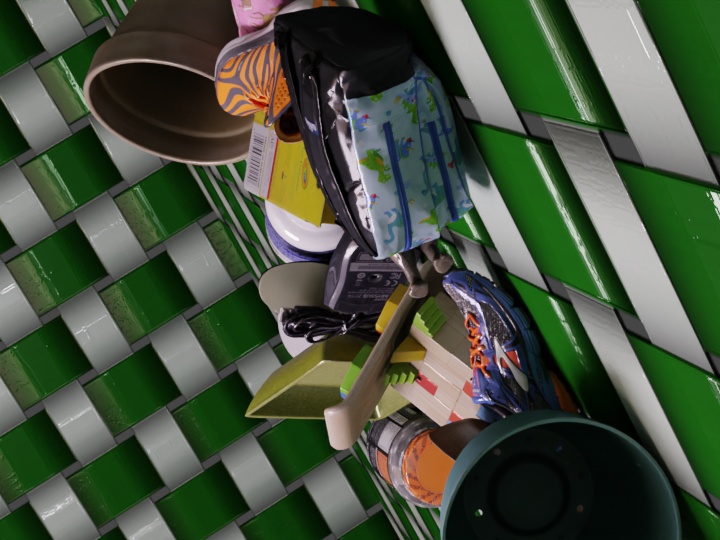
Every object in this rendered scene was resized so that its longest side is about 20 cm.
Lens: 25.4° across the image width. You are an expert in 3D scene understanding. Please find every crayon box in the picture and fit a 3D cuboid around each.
[{"bbox_3d":[-0.049,-0.118,1.550,0.200,0.050,0.128,31,113,62],"label":"crayon box"}]

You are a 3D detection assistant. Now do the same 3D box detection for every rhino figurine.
[{"bbox_3d":[0.037,-0.071,1.510,0.201,0.059,0.088,73,175,-46],"label":"rhino figurine"}]

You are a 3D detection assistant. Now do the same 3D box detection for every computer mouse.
[{"bbox_3d":[0.000,0.000,1.725,0.201,0.137,0.053,118,147,-44],"label":"computer mouse"}]

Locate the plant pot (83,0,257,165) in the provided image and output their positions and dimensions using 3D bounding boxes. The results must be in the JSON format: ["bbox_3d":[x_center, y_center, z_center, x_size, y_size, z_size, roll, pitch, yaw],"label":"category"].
[{"bbox_3d":[-0.178,-0.237,1.706,0.201,0.198,0.175,73,-154,-60],"label":"plant pot"}]

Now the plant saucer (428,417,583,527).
[{"bbox_3d":[0.161,0.193,1.554,0.199,0.037,0.200,29,-176,-2],"label":"plant saucer"}]

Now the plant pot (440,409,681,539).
[{"bbox_3d":[0.159,0.210,1.373,0.202,0.199,0.161,60,180,-7],"label":"plant pot"}]

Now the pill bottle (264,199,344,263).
[{"bbox_3d":[-0.049,-0.074,1.801,0.120,0.119,0.200,57,172,7],"label":"pill bottle"}]

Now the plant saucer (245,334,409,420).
[{"bbox_3d":[-0.010,0.122,1.887,0.200,0.198,0.048,-36,57,50],"label":"plant saucer"}]

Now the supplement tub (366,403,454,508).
[{"bbox_3d":[0.083,0.247,2.144,0.123,0.122,0.200,60,172,-10],"label":"supplement tub"}]

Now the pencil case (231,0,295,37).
[{"bbox_3d":[-0.091,-0.267,1.500,0.082,0.087,0.200,21,157,17],"label":"pencil case"}]

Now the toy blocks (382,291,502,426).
[{"bbox_3d":[0.108,0.113,1.651,0.136,0.100,0.200,38,153,11],"label":"toy blocks"}]

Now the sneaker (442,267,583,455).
[{"bbox_3d":[0.129,0.087,1.464,0.201,0.078,0.075,59,171,-1],"label":"sneaker"}]

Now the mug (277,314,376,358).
[{"bbox_3d":[0.007,0.067,2.037,0.153,0.185,0.151,-163,74,-64],"label":"mug"}]

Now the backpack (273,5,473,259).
[{"bbox_3d":[0.014,-0.107,1.313,0.163,0.152,0.202,-139,41,-57],"label":"backpack"}]

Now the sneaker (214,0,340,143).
[{"bbox_3d":[-0.081,-0.163,1.478,0.200,0.077,0.113,-34,50,55],"label":"sneaker"}]

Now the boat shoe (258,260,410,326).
[{"bbox_3d":[-0.025,0.025,1.812,0.063,0.199,0.074,-141,58,-65],"label":"boat shoe"}]

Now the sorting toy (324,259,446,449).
[{"bbox_3d":[0.023,0.087,1.682,0.036,0.201,0.185,32,166,11],"label":"sorting toy"}]
